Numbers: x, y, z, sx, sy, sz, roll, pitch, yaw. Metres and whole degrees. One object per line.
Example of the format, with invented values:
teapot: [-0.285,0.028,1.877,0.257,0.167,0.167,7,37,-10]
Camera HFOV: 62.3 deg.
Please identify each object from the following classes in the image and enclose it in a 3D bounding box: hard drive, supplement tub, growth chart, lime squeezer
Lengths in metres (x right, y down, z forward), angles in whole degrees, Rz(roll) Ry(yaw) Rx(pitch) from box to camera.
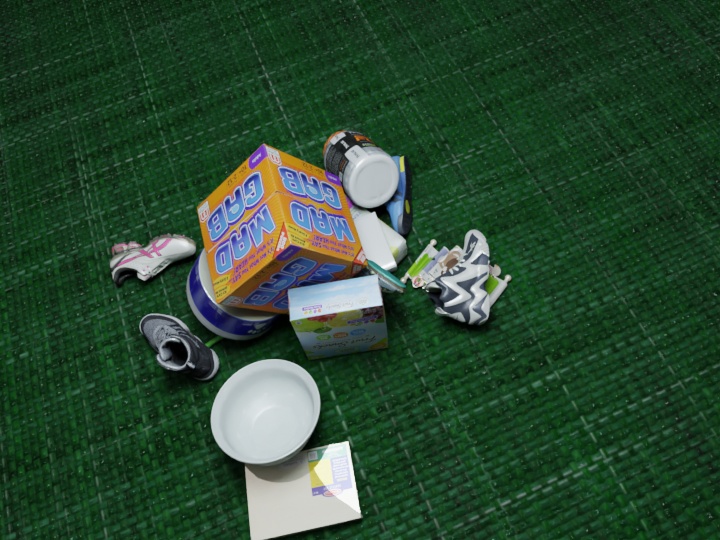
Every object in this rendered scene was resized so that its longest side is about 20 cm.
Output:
hard drive: [-0.040,-0.025,1.201,0.197,0.026,0.134,-21,64,-2]
supplement tub: [-0.007,-0.227,1.296,0.121,0.124,0.200,-27,37,-9]
growth chart: [0.200,0.014,1.239,0.198,0.018,0.146,28,67,17]
lime squeezer: [-0.245,0.087,1.237,0.070,0.038,0.202,6,58,44]

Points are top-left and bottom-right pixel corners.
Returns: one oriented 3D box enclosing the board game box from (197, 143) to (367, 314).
board game box: [-0.144,-0.063,1.079,0.199,0.198,0.203,-34,61,30]

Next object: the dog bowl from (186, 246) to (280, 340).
dog bowl: [-0.237,0.029,1.180,0.197,0.079,0.203,19,50,-24]

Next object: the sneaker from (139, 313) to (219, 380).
sneaker: [-0.371,0.139,1.163,0.198,0.114,0.076,31,83,18]

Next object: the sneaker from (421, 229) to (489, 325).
sneaker: [0.186,0.007,1.187,0.127,0.080,0.203,5,71,-4]

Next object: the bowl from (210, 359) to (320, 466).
bowl: [-0.164,0.272,1.083,0.197,0.091,0.204,-4,49,5]

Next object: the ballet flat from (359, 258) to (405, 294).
ballet flat: [0.000,0.000,1.142,0.074,0.075,0.199,-42,65,-16]

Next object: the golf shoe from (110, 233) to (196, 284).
golf shoe: [-0.445,-0.020,1.288,0.196,0.073,0.094,-11,67,11]

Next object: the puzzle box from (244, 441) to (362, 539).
puzzle box: [-0.103,0.393,1.060,0.196,0.026,0.135,-11,61,-1]

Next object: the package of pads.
package of pads: [-0.015,-0.055,1.266,0.199,0.069,0.154,39,73,21]

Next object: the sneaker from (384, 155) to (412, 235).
sneaker: [0.072,-0.163,1.324,0.077,0.066,0.204,-9,61,18]

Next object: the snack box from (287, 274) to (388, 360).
snack box: [-0.036,0.093,1.113,0.165,0.201,0.069,-10,62,2]
